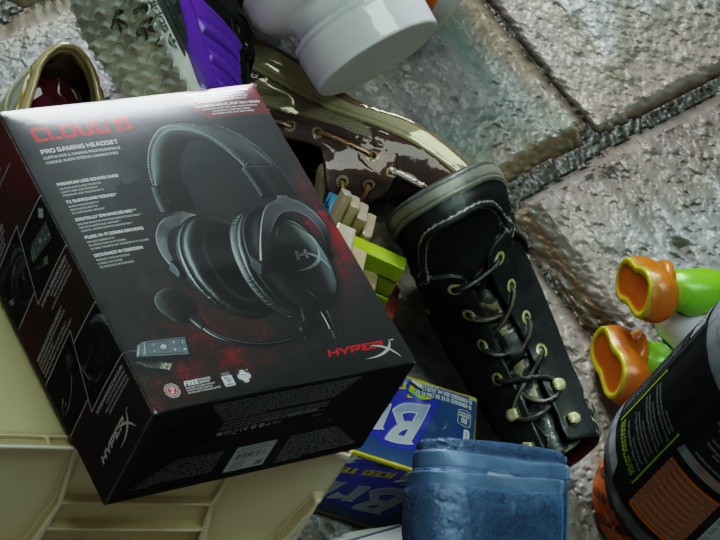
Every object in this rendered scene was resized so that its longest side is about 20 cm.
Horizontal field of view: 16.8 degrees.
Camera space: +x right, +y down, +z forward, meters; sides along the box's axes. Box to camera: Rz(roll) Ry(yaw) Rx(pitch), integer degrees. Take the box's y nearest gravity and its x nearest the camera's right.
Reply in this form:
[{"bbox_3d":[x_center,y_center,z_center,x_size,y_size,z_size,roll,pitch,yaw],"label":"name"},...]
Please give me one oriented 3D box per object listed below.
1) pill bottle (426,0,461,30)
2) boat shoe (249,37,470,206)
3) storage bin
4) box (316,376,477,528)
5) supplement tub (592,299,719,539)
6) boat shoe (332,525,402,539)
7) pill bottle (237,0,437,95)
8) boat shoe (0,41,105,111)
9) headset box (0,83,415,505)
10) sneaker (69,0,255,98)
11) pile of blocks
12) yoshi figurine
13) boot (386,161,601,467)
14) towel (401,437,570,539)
[{"bbox_3d":[-0.012,-0.247,1.573,0.199,0.114,0.115,27,50,-7],"label":"pill bottle"},{"bbox_3d":[-0.011,-0.064,1.485,0.199,0.072,0.072,31,70,-4],"label":"boat shoe"},{"bbox_3d":[-0.127,0.038,1.230,0.197,0.094,0.201,4,48,-27],"label":"storage bin"},{"bbox_3d":[-0.038,0.084,1.359,0.199,0.070,0.065,18,51,-14],"label":"box"},{"bbox_3d":[0.218,0.093,1.394,0.122,0.200,0.123,13,53,-18],"label":"supplement tub"},{"bbox_3d":[0.010,0.173,1.319,0.199,0.065,0.073,-8,94,-47],"label":"boat shoe"},{"bbox_3d":[-0.038,-0.210,1.446,0.111,0.111,0.201,-24,80,-36],"label":"pill bottle"},{"bbox_3d":[-0.175,-0.042,1.382,0.074,0.066,0.201,5,56,-22],"label":"boat shoe"},{"bbox_3d":[-0.089,-0.001,1.162,0.148,0.077,0.201,-8,57,-35],"label":"headset box"},{"bbox_3d":[-0.089,-0.103,1.428,0.099,0.069,0.201,-37,110,-50],"label":"sneaker"},{"bbox_3d":[0.000,0.000,1.384,0.062,0.083,0.200,24,11,-8],"label":"pile of blocks"},{"bbox_3d":[0.251,0.055,1.506,0.199,0.112,0.113,9,69,-23],"label":"yoshi figurine"},{"bbox_3d":[0.083,0.032,1.388,0.073,0.204,0.154,-27,74,-2],"label":"boot"},{"bbox_3d":[0.066,0.191,1.282,0.111,0.048,0.202,11,79,-45],"label":"towel"}]
